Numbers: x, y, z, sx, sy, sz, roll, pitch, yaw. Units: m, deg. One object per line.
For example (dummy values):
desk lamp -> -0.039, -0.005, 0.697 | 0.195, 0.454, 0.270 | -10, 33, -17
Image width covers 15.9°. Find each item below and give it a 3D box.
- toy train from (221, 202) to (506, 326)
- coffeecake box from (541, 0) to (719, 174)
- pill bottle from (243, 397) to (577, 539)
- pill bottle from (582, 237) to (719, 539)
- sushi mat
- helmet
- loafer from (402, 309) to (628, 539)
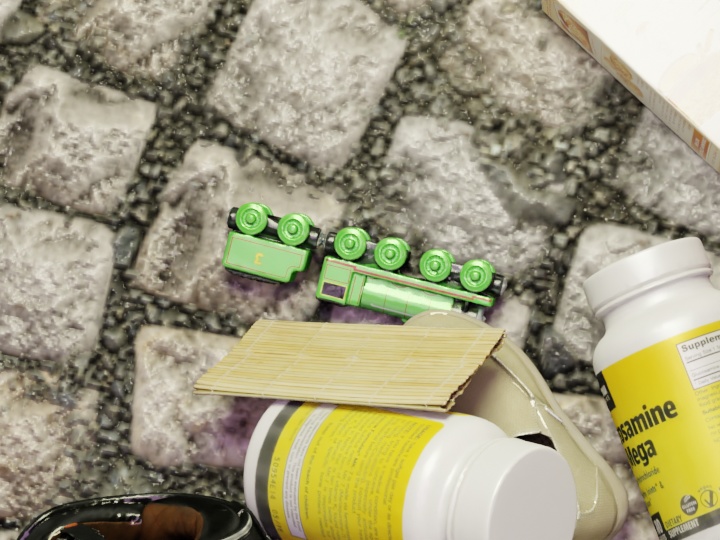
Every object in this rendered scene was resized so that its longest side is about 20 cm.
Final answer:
toy train -> 0.000, 0.000, 1.762 | 0.199, 0.042, 0.057 | 15, 92, 7
coffeecake box -> 0.246, -0.174, 1.750 | 0.200, 0.073, 0.154 | 44, 87, 10
pill bottle -> 0.032, 0.143, 1.654 | 0.200, 0.114, 0.115 | 10, 80, 40
pill bottle -> 0.220, 0.086, 1.689 | 0.112, 0.112, 0.200 | -21, 79, 1
sushi mat -> -0.007, 0.061, 1.693 | 0.200, 0.096, 0.012 | 2, 118, 32
helmet -> -0.140, 0.254, 1.655 | 0.199, 0.200, 0.191 | -2, 102, 5
loafer -> 0.097, 0.105, 1.710 | 0.200, 0.068, 0.076 | 44, 109, 10
